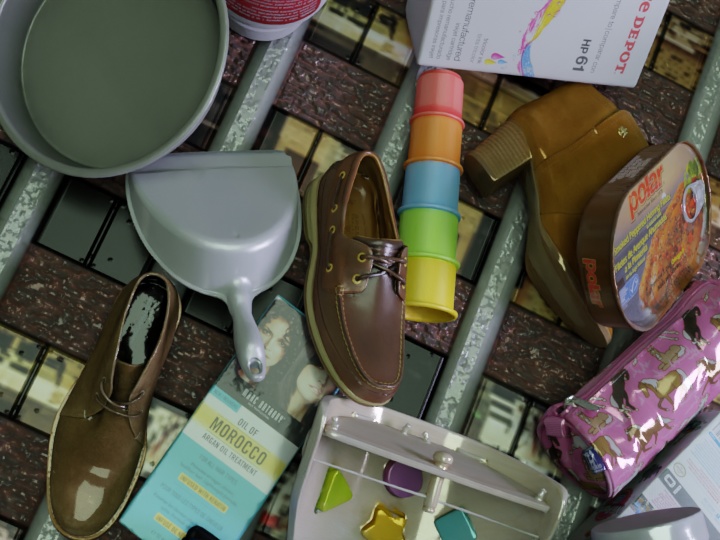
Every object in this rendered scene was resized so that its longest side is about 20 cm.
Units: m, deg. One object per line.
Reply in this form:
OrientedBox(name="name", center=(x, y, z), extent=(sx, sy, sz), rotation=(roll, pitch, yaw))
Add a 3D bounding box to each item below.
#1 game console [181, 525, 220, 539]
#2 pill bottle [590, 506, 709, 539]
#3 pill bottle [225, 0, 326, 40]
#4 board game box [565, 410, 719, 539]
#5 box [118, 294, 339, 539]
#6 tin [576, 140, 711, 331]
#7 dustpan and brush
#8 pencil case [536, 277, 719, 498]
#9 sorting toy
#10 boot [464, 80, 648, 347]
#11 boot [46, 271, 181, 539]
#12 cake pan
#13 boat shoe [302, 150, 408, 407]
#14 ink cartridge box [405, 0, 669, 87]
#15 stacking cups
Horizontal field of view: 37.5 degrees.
OrientedBox(name="game console", center=(-0.058, 0.272, 0.699), extent=(0.199, 0.118, 0.171), rotation=(38, 101, -8))
OrientedBox(name="pill bottle", center=(0.221, 0.274, 0.732), extent=(0.110, 0.112, 0.204), rotation=(-10, 82, -13))
OrientedBox(name="pill bottle", center=(-0.064, -0.253, 0.794), extent=(0.110, 0.200, 0.115), rotation=(2, 78, -11))
OrientedBox(name="board game box", center=(0.253, 0.234, 0.836), extent=(0.199, 0.064, 0.148), rotation=(-39, 89, -16))
OrientedBox(name="box", center=(-0.089, 0.125, 0.794), extent=(0.082, 0.049, 0.201), rotation=(35, 75, -3))
OrientedBox(name="tin", center=(0.229, -0.031, 0.845), extent=(0.199, 0.041, 0.114), rotation=(-36, 121, -45))
OrientedBox(name="dustpan and brush", center=(-0.096, -0.007, 0.790), extent=(0.137, 0.058, 0.201), rotation=(-4, 42, -19))
OrientedBox(name="pencil case", center=(0.235, 0.092, 0.850), extent=(0.199, 0.087, 0.083), rotation=(-37, 66, -16))
OrientedBox(name="sorting toy", center=(0.021, 0.203, 0.782), extent=(0.197, 0.107, 0.183), rotation=(21, 91, -14))
OrientedBox(name="boot", center=(0.191, -0.055, 0.876), extent=(0.143, 0.071, 0.203), rotation=(-31, 84, -16))
OrientedBox(name="boot", center=(-0.181, 0.095, 0.769), extent=(0.072, 0.075, 0.204), rotation=(18, 77, -9))
OrientedBox(name="cake pan", center=(-0.188, -0.167, 0.804), extent=(0.196, 0.037, 0.205), rotation=(-2, 82, 11))
OrientedBox(name="boat shoe", center=(0.000, 0.000, 0.794), extent=(0.071, 0.067, 0.203), rotation=(11, 56, -31))
OrientedBox(name="ink cartridge box", center=(0.149, -0.239, 0.857), extent=(0.196, 0.146, 0.086), rotation=(3, 43, -11))
OrientedBox(name="stacking cups", center=(0.062, -0.062, 0.859), extent=(0.059, 0.061, 0.204), rotation=(11, 75, -9))
